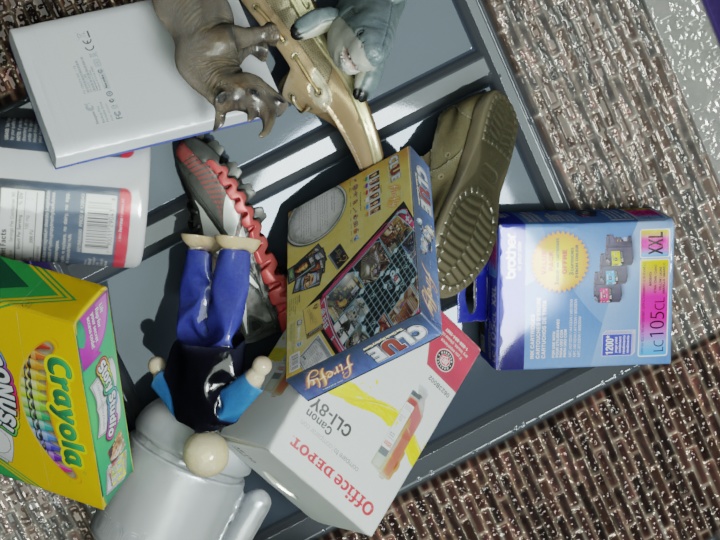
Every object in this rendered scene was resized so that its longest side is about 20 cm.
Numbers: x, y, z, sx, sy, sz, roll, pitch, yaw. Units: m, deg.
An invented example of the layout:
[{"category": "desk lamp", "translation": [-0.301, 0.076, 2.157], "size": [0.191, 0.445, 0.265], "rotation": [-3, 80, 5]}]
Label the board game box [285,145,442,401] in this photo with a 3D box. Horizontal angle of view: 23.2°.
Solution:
[{"category": "board game box", "translation": [0.000, 0.000, 1.475], "size": [0.135, 0.201, 0.035], "rotation": [-27, 130, 23]}]

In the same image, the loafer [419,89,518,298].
[{"category": "loafer", "translation": [0.083, -0.066, 1.551], "size": [0.076, 0.067, 0.202], "rotation": [43, 59, -39]}]

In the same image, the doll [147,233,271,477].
[{"category": "doll", "translation": [-0.123, 0.072, 1.471], "size": [0.048, 0.135, 0.203], "rotation": [8, 86, -52]}]

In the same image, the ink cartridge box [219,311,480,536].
[{"category": "ink cartridge box", "translation": [-0.006, 0.108, 1.533], "size": [0.145, 0.083, 0.201], "rotation": [43, 69, -31]}]

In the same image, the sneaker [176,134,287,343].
[{"category": "sneaker", "translation": [-0.124, -0.021, 1.547], "size": [0.097, 0.071, 0.202], "rotation": [-27, 104, -7]}]

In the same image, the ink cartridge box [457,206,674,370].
[{"category": "ink cartridge box", "translation": [0.181, 0.017, 1.605], "size": [0.197, 0.076, 0.138], "rotation": [-2, 99, -8]}]

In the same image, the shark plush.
[{"category": "shark plush", "translation": [0.030, -0.226, 1.505], "size": [0.091, 0.083, 0.200], "rotation": [51, 49, -10]}]

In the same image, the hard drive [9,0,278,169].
[{"category": "hard drive", "translation": [-0.181, -0.167, 1.482], "size": [0.198, 0.025, 0.133], "rotation": [-15, 65, -20]}]

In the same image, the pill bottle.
[{"category": "pill bottle", "translation": [-0.281, -0.068, 1.489], "size": [0.197, 0.120, 0.121], "rotation": [5, 98, -10]}]

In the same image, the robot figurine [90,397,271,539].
[{"category": "robot figurine", "translation": [-0.165, 0.195, 1.553], "size": [0.168, 0.113, 0.202], "rotation": [24, 94, 1]}]

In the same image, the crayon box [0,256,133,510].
[{"category": "crayon box", "translation": [-0.283, 0.087, 1.462], "size": [0.171, 0.058, 0.202], "rotation": [16, 130, 23]}]

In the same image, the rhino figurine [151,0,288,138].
[{"category": "rhino figurine", "translation": [-0.115, -0.186, 1.454], "size": [0.087, 0.060, 0.201], "rotation": [-12, 60, -22]}]

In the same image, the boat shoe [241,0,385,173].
[{"category": "boat shoe", "translation": [-0.041, -0.169, 1.543], "size": [0.064, 0.071, 0.202], "rotation": [-28, 92, 0]}]
